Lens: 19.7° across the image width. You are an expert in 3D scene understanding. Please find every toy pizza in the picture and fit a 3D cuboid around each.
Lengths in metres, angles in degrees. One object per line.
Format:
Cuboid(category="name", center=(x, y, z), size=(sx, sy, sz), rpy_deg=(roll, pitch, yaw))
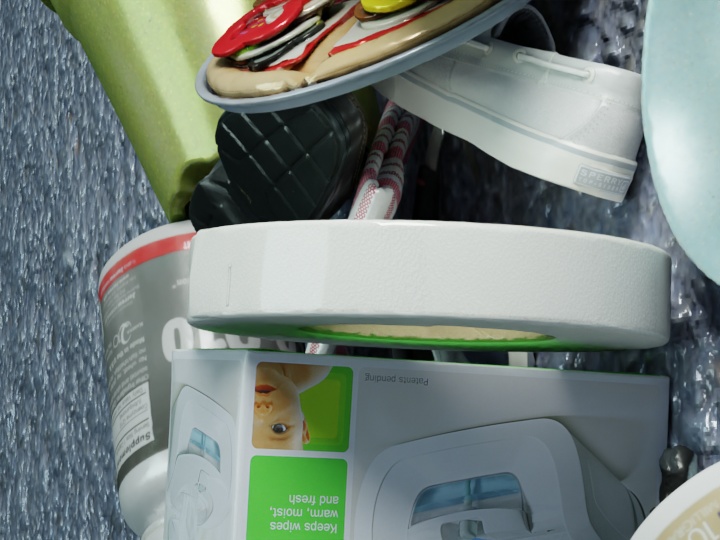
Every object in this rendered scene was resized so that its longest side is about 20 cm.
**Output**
Cuboid(category="toy pizza", center=(0.009, -0.134, 0.986), size=(0.032, 0.200, 0.200), rpy_deg=(65, 165, -21))

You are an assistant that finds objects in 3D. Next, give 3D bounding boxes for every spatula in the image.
Cuboid(category="spatula", center=(0.044, -0.069, 1.087), size=(0.056, 0.020, 0.201), rpy_deg=(-142, 59, -60))

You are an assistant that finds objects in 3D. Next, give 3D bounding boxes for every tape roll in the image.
Cuboid(category="tape roll", center=(0.027, 0.009, 0.858), size=(0.203, 0.202, 0.037), rpy_deg=(171, 103, -66))

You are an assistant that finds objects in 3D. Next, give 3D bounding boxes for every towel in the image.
Cuboid(category="towel", center=(0.000, 0.000, 1.063), size=(0.200, 0.030, 0.147), rpy_deg=(-73, 0, -72))

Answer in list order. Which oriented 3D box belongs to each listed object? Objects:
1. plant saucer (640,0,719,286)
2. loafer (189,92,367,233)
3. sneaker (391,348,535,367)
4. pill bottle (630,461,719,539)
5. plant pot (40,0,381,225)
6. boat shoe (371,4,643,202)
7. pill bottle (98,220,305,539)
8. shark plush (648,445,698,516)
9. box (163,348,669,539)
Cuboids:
Cuboid(category="plant saucer", center=(0.172, -0.088, 0.775), size=(0.201, 0.038, 0.202), rpy_deg=(-175, 90, -66))
Cuboid(category="loafer", center=(-0.031, -0.057, 1.050), size=(0.073, 0.072, 0.200), rpy_deg=(54, 157, 1))
Cuboid(category="sneaker", center=(0.038, 0.104, 0.992), size=(0.070, 0.082, 0.201), rpy_deg=(148, 123, -60))
Cuboid(category="pill bottle", center=(0.166, 0.157, 0.644), size=(0.200, 0.119, 0.120), rpy_deg=(-119, 40, -52))
Cuboid(category="plant pot", center=(-0.073, -0.124, 1.190), size=(0.200, 0.199, 0.185), rpy_deg=(-51, 52, 52))
Cuboid(category="boat shoe", center=(0.067, -0.093, 0.978), size=(0.200, 0.072, 0.069), rpy_deg=(38, 110, 60))
Cuboid(category="pill bottle", center=(-0.080, 0.083, 1.140), size=(0.114, 0.113, 0.201), rpy_deg=(125, 143, -49))
Cuboid(category="shark plush", center=(0.125, 0.166, 0.810), size=(0.083, 0.090, 0.201), rpy_deg=(75, 179, -59))
Cuboid(category="box", center=(0.020, 0.126, 0.884), size=(0.097, 0.199, 0.178), rpy_deg=(173, 101, -66))
